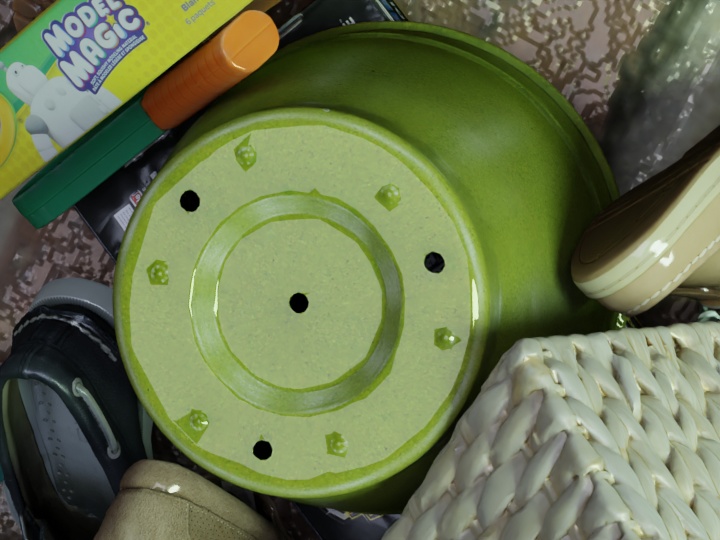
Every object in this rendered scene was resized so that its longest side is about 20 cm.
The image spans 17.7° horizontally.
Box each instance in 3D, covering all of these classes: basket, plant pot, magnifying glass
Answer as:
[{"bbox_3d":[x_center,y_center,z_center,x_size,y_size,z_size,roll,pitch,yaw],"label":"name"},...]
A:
[{"bbox_3d":[0.106,0.146,0.776,0.201,0.160,0.199,-59,46,37],"label":"basket"},{"bbox_3d":[-0.004,0.006,0.853,0.198,0.193,0.202,1,94,10],"label":"plant pot"},{"bbox_3d":[-0.083,-0.061,0.896,0.022,0.200,0.080,50,62,-10],"label":"magnifying glass"}]

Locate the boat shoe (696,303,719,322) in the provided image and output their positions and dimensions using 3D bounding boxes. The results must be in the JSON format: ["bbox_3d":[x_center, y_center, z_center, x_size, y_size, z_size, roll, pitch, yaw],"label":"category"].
[{"bbox_3d":[0.146,0.051,0.940,0.200,0.075,0.062,-40,97,18],"label":"boat shoe"}]

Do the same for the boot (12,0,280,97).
[{"bbox_3d":[-0.058,-0.142,0.967,0.199,0.107,0.075,-23,114,35],"label":"boot"}]

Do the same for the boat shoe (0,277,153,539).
[{"bbox_3d":[-0.113,0.100,0.950,0.075,0.060,0.201,2,124,22],"label":"boat shoe"}]

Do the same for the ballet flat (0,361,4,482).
[{"bbox_3d":[-0.201,0.083,1.003,0.199,0.076,0.064,-35,70,6],"label":"ballet flat"}]

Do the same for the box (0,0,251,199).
[{"bbox_3d":[-0.085,-0.095,0.867,0.048,0.117,0.200,49,131,-7],"label":"box"}]

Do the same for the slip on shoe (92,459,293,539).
[{"bbox_3d":[-0.050,0.112,0.914,0.075,0.200,0.061,6,83,24],"label":"slip on shoe"}]

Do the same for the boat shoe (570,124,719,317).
[{"bbox_3d":[0.145,-0.020,0.875,0.071,0.200,0.065,-32,91,37],"label":"boat shoe"}]

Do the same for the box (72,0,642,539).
[{"bbox_3d":[0.000,0.000,0.973,0.159,0.049,0.201,-39,86,12],"label":"box"}]
